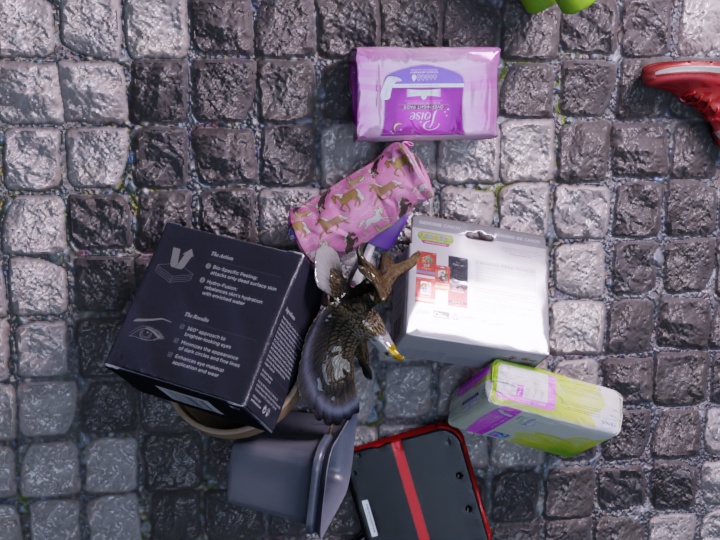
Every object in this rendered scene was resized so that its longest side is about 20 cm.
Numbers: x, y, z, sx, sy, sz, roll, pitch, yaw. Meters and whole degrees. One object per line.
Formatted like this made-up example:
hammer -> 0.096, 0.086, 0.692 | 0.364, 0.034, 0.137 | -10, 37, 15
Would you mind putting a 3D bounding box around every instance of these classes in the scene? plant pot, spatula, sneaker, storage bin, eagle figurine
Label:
plant pot -> -0.149, 0.131, 1.386 | 0.199, 0.093, 0.203 | -7, 62, 14
spatula -> 0.000, 0.000, 1.440 | 0.056, 0.021, 0.202 | 24, 98, -6
sneaker -> 0.476, -0.225, 1.439 | 0.198, 0.078, 0.117 | 0, 100, -8
storage bin -> -0.089, 0.243, 1.389 | 0.133, 0.200, 0.147 | 9, 102, 8
eagle figurine -> -0.009, 0.077, 1.324 | 0.150, 0.152, 0.201 | 4, 134, -33

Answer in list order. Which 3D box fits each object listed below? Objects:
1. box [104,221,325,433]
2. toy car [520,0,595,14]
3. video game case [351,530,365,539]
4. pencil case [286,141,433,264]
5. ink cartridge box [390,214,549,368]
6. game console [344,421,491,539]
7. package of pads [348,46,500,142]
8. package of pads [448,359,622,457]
box -> -0.173, 0.068, 1.302 | 0.195, 0.118, 0.202 | 14, 71, 21
toy car -> 0.268, -0.451, 1.332 | 0.200, 0.158, 0.165 | -43, 117, -11
video game case -> 0.071, 0.447, 1.541 | 0.180, 0.026, 0.200 | -40, 104, 1
pencil case -> -0.001, -0.087, 1.379 | 0.199, 0.083, 0.087 | -31, 132, 8
ink cartridge box -> 0.147, 0.032, 1.422 | 0.198, 0.084, 0.177 | 10, 65, -11
game console -> 0.082, 0.328, 1.496 | 0.175, 0.031, 0.202 | -16, 92, 6
package of pads -> 0.084, -0.230, 1.378 | 0.198, 0.076, 0.122 | -2, 101, -8
package of pads -> 0.239, 0.190, 1.447 | 0.198, 0.155, 0.069 | 15, 65, -12
